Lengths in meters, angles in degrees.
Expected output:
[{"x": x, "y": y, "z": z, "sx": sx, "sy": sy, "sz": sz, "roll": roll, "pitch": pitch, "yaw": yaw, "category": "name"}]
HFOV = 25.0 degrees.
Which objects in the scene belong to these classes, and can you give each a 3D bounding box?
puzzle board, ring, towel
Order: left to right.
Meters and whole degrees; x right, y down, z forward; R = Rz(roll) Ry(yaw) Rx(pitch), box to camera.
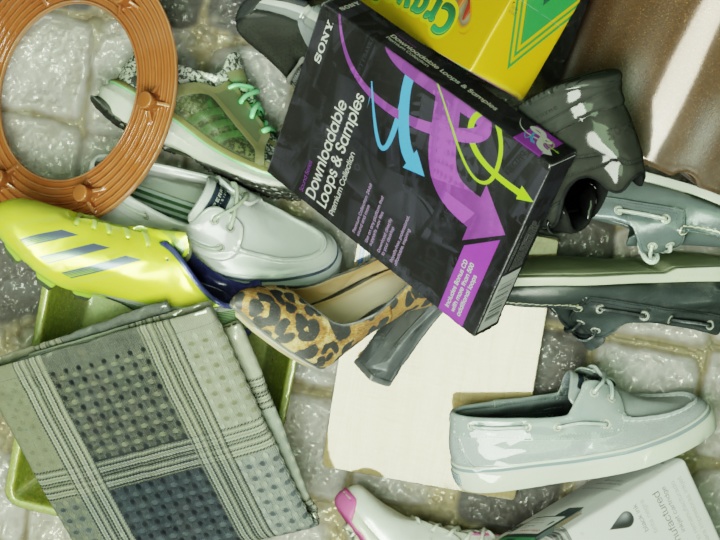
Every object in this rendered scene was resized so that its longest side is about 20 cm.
[{"x": -0.217, "y": -0.131, "z": 1.182, "sx": 0.199, "sy": 0.019, "sz": 0.202, "roll": -4, "pitch": 81, "yaw": 29, "category": "ring"}, {"x": -0.148, "y": 0.120, "z": 1.163, "sx": 0.191, "sy": 0.035, "sz": 0.201, "roll": -15, "pitch": 116, "yaw": 18, "category": "towel"}, {"x": 0.060, "y": 0.062, "z": 1.227, "sx": 0.149, "sy": 0.017, "sz": 0.202, "roll": 9, "pitch": 96, "yaw": 4, "category": "puzzle board"}]

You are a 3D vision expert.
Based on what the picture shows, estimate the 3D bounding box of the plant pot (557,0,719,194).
[{"x": 0.238, "y": -0.171, "z": 1.114, "sx": 0.199, "sy": 0.200, "sz": 0.199, "roll": 25, "pitch": 105, "yaw": 1, "category": "plant pot"}]

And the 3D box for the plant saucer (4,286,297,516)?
[{"x": -0.152, "y": 0.097, "z": 1.230, "sx": 0.198, "sy": 0.048, "sz": 0.202, "roll": 12, "pitch": 96, "yaw": 3, "category": "plant saucer"}]

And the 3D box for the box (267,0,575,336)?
[{"x": 0.033, "y": -0.071, "z": 1.081, "sx": 0.200, "sy": 0.036, "sz": 0.144, "roll": 39, "pitch": 128, "yaw": 24, "category": "box"}]

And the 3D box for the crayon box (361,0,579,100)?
[{"x": 0.082, "y": -0.232, "z": 1.111, "sx": 0.058, "sy": 0.200, "sz": 0.173, "roll": 26, "pitch": 98, "yaw": -38, "category": "crayon box"}]

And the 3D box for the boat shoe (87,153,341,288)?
[{"x": -0.110, "y": -0.034, "z": 1.185, "sx": 0.198, "sy": 0.074, "sz": 0.067, "roll": 10, "pitch": 138, "yaw": 1, "category": "boat shoe"}]

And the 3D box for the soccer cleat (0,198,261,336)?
[{"x": -0.161, "y": -0.009, "z": 1.143, "sx": 0.199, "sy": 0.065, "sz": 0.084, "roll": 29, "pitch": 118, "yaw": -11, "category": "soccer cleat"}]

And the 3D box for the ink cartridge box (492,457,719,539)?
[{"x": 0.165, "y": 0.244, "z": 1.166, "sx": 0.199, "sy": 0.084, "sz": 0.147, "roll": -27, "pitch": 94, "yaw": -21, "category": "ink cartridge box"}]

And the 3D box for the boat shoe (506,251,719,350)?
[{"x": 0.177, "y": 0.025, "z": 1.182, "sx": 0.198, "sy": 0.074, "sz": 0.067, "roll": -3, "pitch": 104, "yaw": -15, "category": "boat shoe"}]

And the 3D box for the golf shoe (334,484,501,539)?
[{"x": 0.069, "y": 0.218, "z": 1.221, "sx": 0.200, "sy": 0.075, "sz": 0.092, "roll": 42, "pitch": 85, "yaw": -6, "category": "golf shoe"}]

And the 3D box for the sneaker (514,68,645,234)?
[{"x": 0.112, "y": -0.060, "z": 1.087, "sx": 0.076, "sy": 0.200, "sz": 0.091, "roll": -21, "pitch": 85, "yaw": -33, "category": "sneaker"}]

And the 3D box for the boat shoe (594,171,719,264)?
[{"x": 0.207, "y": -0.036, "z": 1.175, "sx": 0.199, "sy": 0.073, "sz": 0.062, "roll": 21, "pitch": 83, "yaw": 10, "category": "boat shoe"}]

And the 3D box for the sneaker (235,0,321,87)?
[{"x": -0.015, "y": -0.113, "z": 1.171, "sx": 0.199, "sy": 0.075, "sz": 0.116, "roll": 25, "pitch": 76, "yaw": 1, "category": "sneaker"}]

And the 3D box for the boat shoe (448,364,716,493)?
[{"x": 0.161, "y": 0.109, "z": 1.186, "sx": 0.199, "sy": 0.070, "sz": 0.072, "roll": -11, "pitch": 104, "yaw": -2, "category": "boat shoe"}]

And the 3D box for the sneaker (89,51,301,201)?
[{"x": -0.096, "y": -0.115, "z": 1.197, "sx": 0.199, "sy": 0.077, "sz": 0.089, "roll": 25, "pitch": 88, "yaw": -1, "category": "sneaker"}]

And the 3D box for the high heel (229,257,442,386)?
[{"x": 0.000, "y": 0.000, "z": 1.136, "sx": 0.071, "sy": 0.199, "sz": 0.143, "roll": 42, "pitch": 102, "yaw": 36, "category": "high heel"}]
